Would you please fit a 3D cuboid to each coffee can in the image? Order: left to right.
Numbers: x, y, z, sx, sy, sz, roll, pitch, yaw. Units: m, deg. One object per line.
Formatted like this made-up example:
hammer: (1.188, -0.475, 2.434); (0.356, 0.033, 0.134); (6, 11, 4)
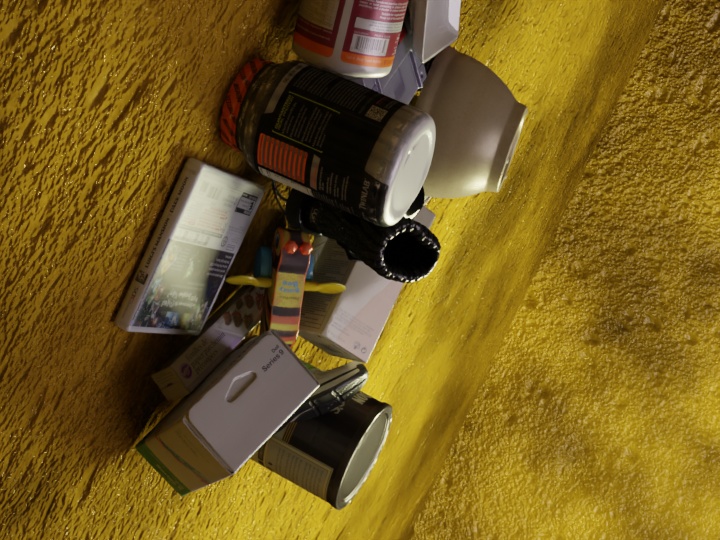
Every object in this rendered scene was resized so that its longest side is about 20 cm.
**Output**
coffee can: (-0.079, 0.194, 1.818); (0.147, 0.198, 0.147); (-56, 163, -27)

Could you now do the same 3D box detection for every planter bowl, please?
planter bowl: (0.141, -0.181, 1.882); (0.200, 0.133, 0.202); (20, 90, -83)

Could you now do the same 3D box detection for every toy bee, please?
toy bee: (-0.089, -0.005, 1.600); (0.109, 0.129, 0.202); (-157, -128, -75)

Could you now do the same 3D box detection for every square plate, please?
square plate: (0.093, -0.366, 1.717); (0.198, 0.028, 0.203); (-46, 141, -66)

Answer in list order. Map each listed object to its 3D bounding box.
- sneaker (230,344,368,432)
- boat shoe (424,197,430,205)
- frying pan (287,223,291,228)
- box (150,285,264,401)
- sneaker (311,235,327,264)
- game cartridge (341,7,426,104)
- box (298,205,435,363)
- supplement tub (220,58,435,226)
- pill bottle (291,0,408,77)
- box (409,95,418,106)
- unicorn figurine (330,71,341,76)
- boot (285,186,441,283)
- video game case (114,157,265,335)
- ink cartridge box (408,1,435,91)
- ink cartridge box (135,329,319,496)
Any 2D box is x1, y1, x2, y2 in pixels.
sneaker: (-0.097, 0.127, 1.725); (0.199, 0.116, 0.076); (-24, 160, 0)
boat shoe: (0.062, -0.106, 2.057); (0.200, 0.070, 0.071); (-50, 154, -18)
frying pan: (-0.090, 0.022, 1.752); (0.116, 0.030, 0.192); (-89, -175, -49)
box: (-0.163, 0.076, 1.628); (0.041, 0.039, 0.200); (-26, -166, 40)
sneaker: (-0.036, -0.039, 1.843); (0.200, 0.087, 0.075); (-46, 163, 28)
game cartridge: (0.027, -0.242, 1.634); (0.200, 0.038, 0.131); (-60, 142, -55)
box: (0.000, 0.000, 1.699); (0.077, 0.095, 0.202); (33, 78, -30)
supplement tub: (-0.034, -0.135, 1.436); (0.123, 0.198, 0.123); (-55, 161, -30)
pill bottle: (0.002, -0.307, 1.447); (0.109, 0.109, 0.202); (-29, 137, -64)
box: (0.042, -0.158, 1.903); (0.200, 0.048, 0.118); (-57, 166, -56)
unicorn figurine: (-0.029, -0.171, 1.643); (0.202, 0.073, 0.137); (-62, 161, 2)
boot: (0.037, -0.052, 1.554); (0.210, 0.157, 0.080); (-15, 121, -45)
video game case: (-0.175, -0.019, 1.495); (0.184, 0.023, 0.200); (-65, 166, 3)
ink cartridge box: (0.069, -0.285, 1.827); (0.200, 0.037, 0.096); (-1, 106, -73)
ink cartridge box: (-0.149, 0.159, 1.563); (0.145, 0.088, 0.200); (-45, -176, -27)
